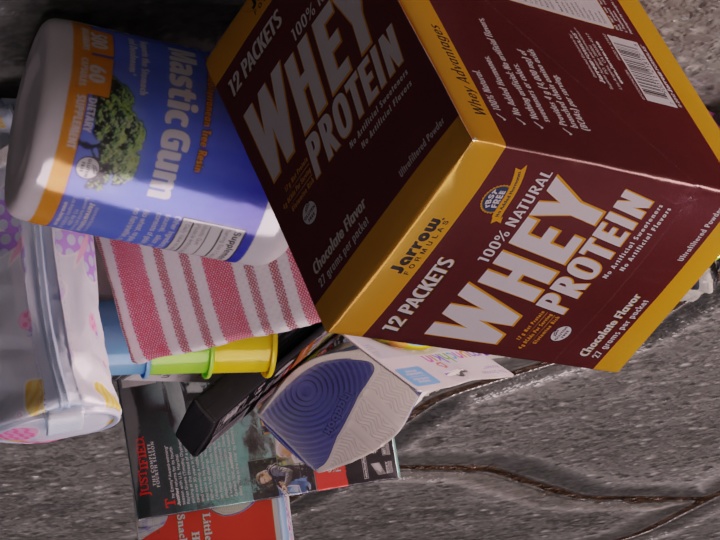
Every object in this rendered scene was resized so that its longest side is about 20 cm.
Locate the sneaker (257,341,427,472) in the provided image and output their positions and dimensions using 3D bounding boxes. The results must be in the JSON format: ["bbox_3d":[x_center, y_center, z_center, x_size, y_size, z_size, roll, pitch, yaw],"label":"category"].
[{"bbox_3d":[0.025,0.063,1.625,0.199,0.081,0.115,-42,175,-3],"label":"sneaker"}]

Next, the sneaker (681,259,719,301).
[{"bbox_3d":[0.208,-0.017,1.604,0.079,0.078,0.200,4,165,0],"label":"sneaker"}]

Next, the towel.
[{"bbox_3d":[-0.064,-0.034,1.376,0.199,0.147,0.030,-13,-178,16],"label":"towel"}]

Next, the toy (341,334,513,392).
[{"bbox_3d":[0.000,0.000,1.430,0.115,0.200,0.047,-6,124,-56],"label":"toy"}]

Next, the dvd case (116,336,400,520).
[{"bbox_3d":[-0.079,0.099,1.716,0.199,0.147,0.022,-10,177,4],"label":"dvd case"}]

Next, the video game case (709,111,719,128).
[{"bbox_3d":[0.105,-0.071,1.484,0.199,0.036,0.181,12,150,-42],"label":"video game case"}]

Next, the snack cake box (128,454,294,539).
[{"bbox_3d":[-0.115,0.156,1.769,0.114,0.201,0.067,-9,161,4],"label":"snack cake box"}]

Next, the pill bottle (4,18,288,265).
[{"bbox_3d":[-0.088,-0.065,1.276,0.199,0.113,0.112,11,155,-17],"label":"pill bottle"}]

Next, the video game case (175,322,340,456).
[{"bbox_3d":[-0.046,0.052,1.586,0.181,0.026,0.200,-40,177,-13],"label":"video game case"}]

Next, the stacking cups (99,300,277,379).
[{"bbox_3d":[-0.154,0.038,1.432,0.199,0.061,0.061,0,158,-13],"label":"stacking cups"}]

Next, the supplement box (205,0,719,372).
[{"bbox_3d":[0.060,-0.072,1.187,0.199,0.198,0.133,9,131,-38],"label":"supplement box"}]

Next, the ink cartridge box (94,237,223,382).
[{"bbox_3d":[-0.158,0.010,1.531,0.199,0.085,0.145,3,156,-27],"label":"ink cartridge box"}]

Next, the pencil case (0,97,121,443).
[{"bbox_3d":[-0.190,0.001,1.342,0.083,0.201,0.091,-1,167,-34],"label":"pencil case"}]

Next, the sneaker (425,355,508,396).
[{"bbox_3d":[0.066,0.035,1.719,0.199,0.070,0.100,-18,151,15],"label":"sneaker"}]
